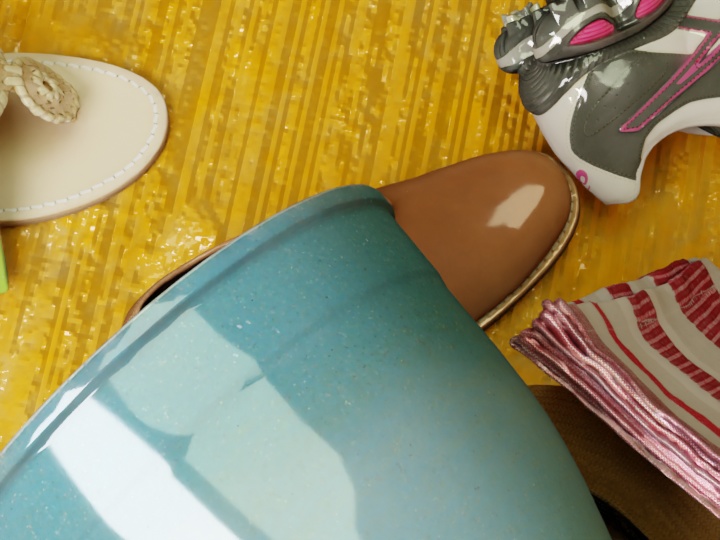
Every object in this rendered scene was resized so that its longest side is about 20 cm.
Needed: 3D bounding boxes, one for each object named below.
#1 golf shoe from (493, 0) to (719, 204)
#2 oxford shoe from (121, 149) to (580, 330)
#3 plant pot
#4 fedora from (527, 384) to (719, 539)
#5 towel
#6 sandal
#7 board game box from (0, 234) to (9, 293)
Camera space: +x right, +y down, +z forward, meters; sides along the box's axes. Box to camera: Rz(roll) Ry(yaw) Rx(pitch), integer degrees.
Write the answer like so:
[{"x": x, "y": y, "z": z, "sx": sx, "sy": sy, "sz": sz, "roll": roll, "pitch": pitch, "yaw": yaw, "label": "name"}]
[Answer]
[{"x": 0.150, "y": -0.103, "z": 1.174, "sx": 0.200, "sy": 0.077, "sz": 0.088, "roll": -29, "pitch": 97, "yaw": -18, "label": "golf shoe"}, {"x": 0.000, "y": 0.000, "z": 1.112, "sx": 0.200, "sy": 0.071, "sz": 0.071, "roll": -26, "pitch": 67, "yaw": -15, "label": "oxford shoe"}, {"x": -0.002, "y": 0.108, "z": 0.921, "sx": 0.200, "sy": 0.200, "sz": 0.188, "roll": -40, "pitch": 76, "yaw": -18, "label": "plant pot"}, {"x": 0.065, "y": 0.140, "z": 1.028, "sx": 0.200, "sy": 0.082, "sz": 0.201, "roll": -7, "pitch": 69, "yaw": 19, "label": "fedora"}, {"x": 0.146, "y": 0.051, "z": 1.039, "sx": 0.144, "sy": 0.200, "sz": 0.023, "roll": 40, "pitch": 109, "yaw": 15, "label": "towel"}, {"x": -0.183, "y": -0.067, "z": 1.136, "sx": 0.211, "sy": 0.070, "sz": 0.078, "roll": 1, "pitch": 65, "yaw": -2, "label": "sandal"}, {"x": -0.242, "y": -0.022, "z": 1.103, "sx": 0.199, "sy": 0.096, "sz": 0.030, "roll": -10, "pitch": 28, "yaw": -8, "label": "board game box"}]
